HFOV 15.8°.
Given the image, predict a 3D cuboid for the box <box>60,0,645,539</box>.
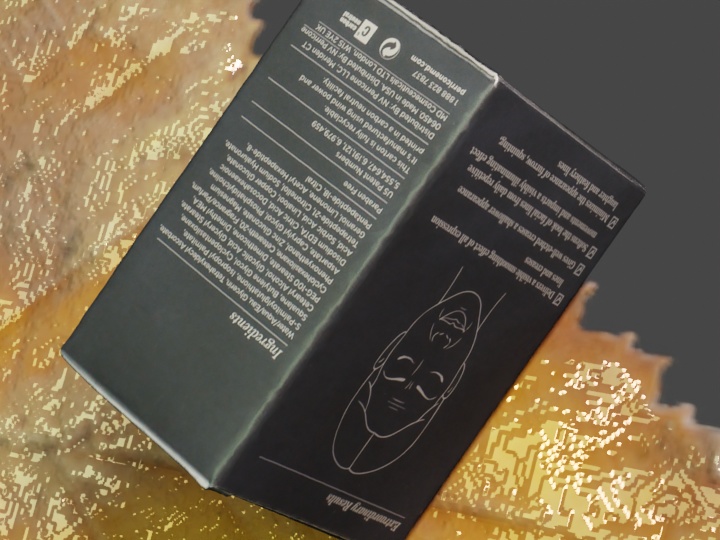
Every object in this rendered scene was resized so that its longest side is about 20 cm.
[{"bbox_3d":[0.000,0.000,1.088,0.107,0.148,0.200,37,94,34],"label":"box"}]
